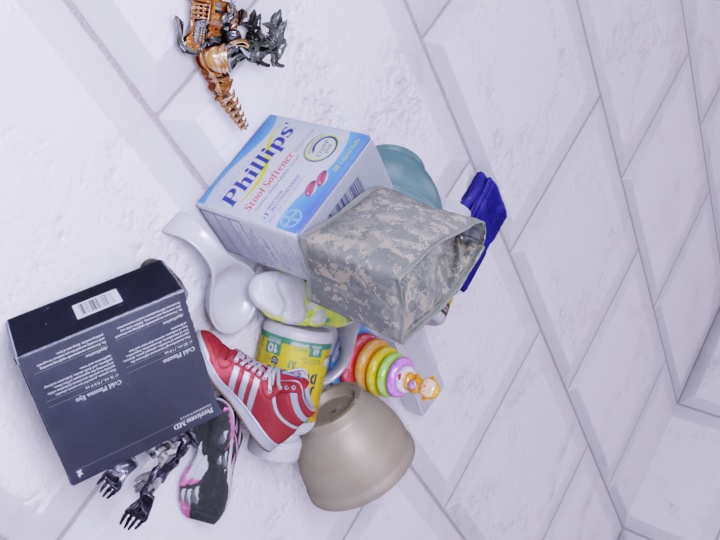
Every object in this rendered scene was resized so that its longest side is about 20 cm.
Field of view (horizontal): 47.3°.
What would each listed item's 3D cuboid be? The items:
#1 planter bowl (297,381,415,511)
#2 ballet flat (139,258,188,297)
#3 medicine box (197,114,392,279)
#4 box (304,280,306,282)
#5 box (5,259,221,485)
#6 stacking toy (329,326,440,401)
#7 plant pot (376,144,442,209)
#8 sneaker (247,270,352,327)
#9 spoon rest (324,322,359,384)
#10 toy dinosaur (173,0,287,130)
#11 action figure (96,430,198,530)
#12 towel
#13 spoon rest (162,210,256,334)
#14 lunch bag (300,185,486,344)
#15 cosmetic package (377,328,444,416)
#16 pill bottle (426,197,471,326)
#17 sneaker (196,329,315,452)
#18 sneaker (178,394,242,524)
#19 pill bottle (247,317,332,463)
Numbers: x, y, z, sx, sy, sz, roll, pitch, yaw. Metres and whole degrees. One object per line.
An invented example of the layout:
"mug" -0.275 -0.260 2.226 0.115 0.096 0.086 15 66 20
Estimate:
"planter bowl" -0.025 0.271 1.349 0.200 0.198 0.137 -41 114 -35
"ballet flat" -0.255 0.067 1.101 0.075 0.066 0.204 -47 140 -59
"medicine box" -0.089 -0.103 1.131 0.184 0.197 0.104 -54 141 -23
"box" 0.000 0.000 1.268 0.070 0.197 0.066 37 66 -48
"box" -0.291 0.119 0.987 0.197 0.104 0.186 -22 120 -21
"stacking toy" 0.052 0.176 1.390 0.109 0.197 0.118 38 74 -49
"plant pot" 0.042 -0.113 1.317 0.201 0.196 0.137 50 39 -45
"sneaker" -0.103 0.050 1.248 0.197 0.104 0.078 18 76 -37
"spoon rest" -0.030 0.098 1.351 0.060 0.099 0.203 27 87 -20
"toy dinosaur" -0.176 -0.293 1.077 0.134 0.102 0.203 -23 138 -27
"action figure" -0.285 0.238 1.081 0.120 0.101 0.201 52 17 -15
"towel" 0.228 -0.075 1.645 0.202 0.049 0.148 -58 137 -21
"spoon rest" -0.198 0.008 1.145 0.100 0.060 0.202 -53 135 -25
"lunch bag" 0.046 -0.022 1.036 0.199 0.162 0.120 -38 136 -38
"cosmetic package" 0.097 0.176 1.563 0.083 0.050 0.203 -48 134 -32
"pill bottle" 0.123 -0.017 1.403 0.109 0.108 0.204 36 70 -49
"sneaker" -0.144 0.146 1.167 0.111 0.071 0.202 -34 98 9
"sneaker" -0.206 0.274 1.210 0.086 0.079 0.204 -36 143 -70
"pill bottle" -0.114 0.181 1.259 0.112 0.111 0.205 9 95 -51
